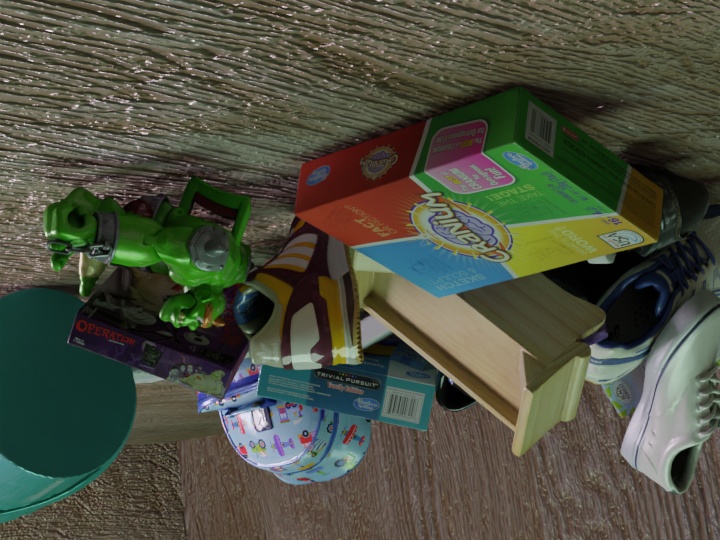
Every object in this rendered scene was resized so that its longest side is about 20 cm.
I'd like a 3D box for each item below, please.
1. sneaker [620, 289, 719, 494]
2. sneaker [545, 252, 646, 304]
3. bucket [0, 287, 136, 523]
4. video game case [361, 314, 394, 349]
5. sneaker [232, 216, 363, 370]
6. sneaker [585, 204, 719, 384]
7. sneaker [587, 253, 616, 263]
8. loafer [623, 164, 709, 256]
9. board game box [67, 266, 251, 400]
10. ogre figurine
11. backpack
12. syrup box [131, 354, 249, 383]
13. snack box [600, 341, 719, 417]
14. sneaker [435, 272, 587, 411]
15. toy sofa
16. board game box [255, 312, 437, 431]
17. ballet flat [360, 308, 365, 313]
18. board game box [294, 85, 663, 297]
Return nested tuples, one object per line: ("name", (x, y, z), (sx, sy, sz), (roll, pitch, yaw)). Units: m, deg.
("sneaker", (0.278, 0.104, 1.384), (0.073, 0.071, 0.202), (-29, 144, -33))
("sneaker", (0.181, 0.019, 1.500), (0.114, 0.077, 0.199), (-33, -179, 30))
("bucket", (-0.314, 0.120, 1.528), (0.205, 0.210, 0.134), (0, 163, -41))
("video game case", (0.094, 0.004, 1.398), (0.199, 0.024, 0.181), (-33, 173, 38))
("sneaker", (-0.052, 0.008, 1.225), (0.089, 0.076, 0.200), (-5, -157, -7))
("sneaker", (0.257, 0.016, 1.378), (0.200, 0.075, 0.088), (-45, 170, -13))
("sneaker", (0.137, -0.050, 1.247), (0.081, 0.075, 0.200), (-3, 165, 24))
("loafer", (0.238, -0.055, 1.304), (0.071, 0.074, 0.200), (-18, -179, 5))
("board game box", (-0.136, 0.032, 1.245), (0.119, 0.033, 0.200), (24, -163, -1))
("ogre figurine", (-0.139, -0.017, 1.126), (0.118, 0.099, 0.200), (9, 158, 5))
("backpack", (-0.080, 0.118, 1.691), (0.181, 0.203, 0.134), (-13, 170, 38))
("syrup box", (-0.175, 0.056, 1.600), (0.199, 0.083, 0.078), (-15, 167, 43))
("snack box", (0.276, 0.038, 1.521), (0.141, 0.053, 0.200), (-29, -160, 13))
("sneaker", (0.123, 0.067, 1.387), (0.078, 0.090, 0.200), (29, 146, -9))
("toy sofa", (0.086, 0.035, 1.252), (0.097, 0.199, 0.083), (-36, 150, -30))
("board game box", (-0.004, 0.064, 1.484), (0.149, 0.047, 0.200), (12, -158, 1))
("ballet flat", (0.000, 0.000, 1.406), (0.067, 0.069, 0.200), (-18, 178, -28))
("board game box", (0.077, -0.046, 1.104), (0.152, 0.041, 0.199), (29, 149, -37))
